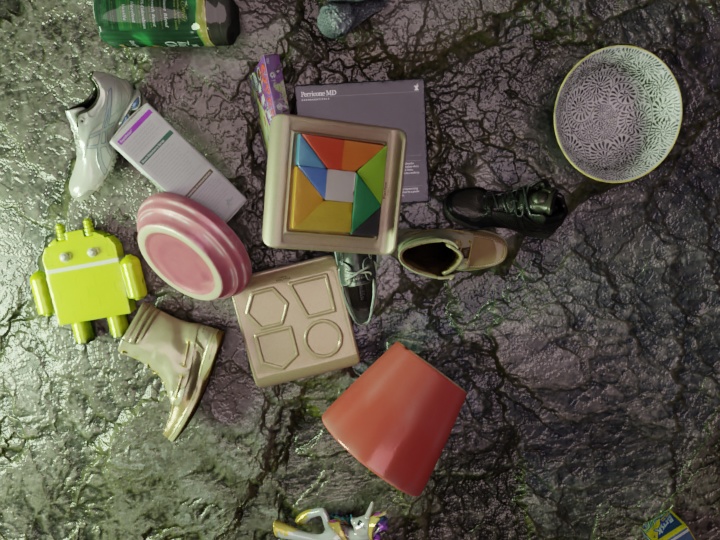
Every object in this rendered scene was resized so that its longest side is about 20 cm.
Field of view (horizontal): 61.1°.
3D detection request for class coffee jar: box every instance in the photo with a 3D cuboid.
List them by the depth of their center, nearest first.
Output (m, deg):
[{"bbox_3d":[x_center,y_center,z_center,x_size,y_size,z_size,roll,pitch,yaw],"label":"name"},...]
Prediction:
[{"bbox_3d":[-0.282,-0.379,0.911,0.198,0.104,0.086,-2,102,-1],"label":"coffee jar"}]

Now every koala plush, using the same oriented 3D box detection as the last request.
[{"bbox_3d":[-0.005,-0.458,0.862,0.182,0.200,0.179,-27,99,2],"label":"koala plush"}]

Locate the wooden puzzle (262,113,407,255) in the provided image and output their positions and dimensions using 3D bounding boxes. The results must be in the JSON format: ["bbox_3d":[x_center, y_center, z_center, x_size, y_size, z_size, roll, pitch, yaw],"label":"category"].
[{"bbox_3d":[-0.035,-0.119,0.873,0.198,0.037,0.187,4,97,-14],"label":"wooden puzzle"}]

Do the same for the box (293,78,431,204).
[{"bbox_3d":[0.003,-0.194,0.951,0.198,0.104,0.184,-3,101,-2],"label":"box"}]

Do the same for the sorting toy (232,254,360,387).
[{"bbox_3d":[-0.109,0.086,1.029,0.183,0.036,0.202,-14,103,0],"label":"sorting toy"}]

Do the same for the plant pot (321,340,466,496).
[{"bbox_3d":[0.065,0.226,0.986,0.200,0.200,0.178,36,87,-7],"label":"plant pot"}]

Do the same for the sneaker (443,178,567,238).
[{"bbox_3d":[0.235,-0.107,0.964,0.197,0.114,0.077,11,70,-4],"label":"sneaker"}]

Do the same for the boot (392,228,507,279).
[{"bbox_3d":[0.149,-0.027,0.957,0.198,0.155,0.073,4,99,-3],"label":"boot"}]

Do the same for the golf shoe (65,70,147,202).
[{"bbox_3d":[-0.414,-0.207,0.929,0.078,0.097,0.202,27,93,38],"label":"golf shoe"}]

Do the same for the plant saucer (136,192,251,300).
[{"bbox_3d":[-0.262,-0.025,0.931,0.200,0.200,0.051,38,52,-7],"label":"plant saucer"}]

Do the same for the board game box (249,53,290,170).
[{"bbox_3d":[-0.129,-0.209,0.928,0.032,0.120,0.202,-12,95,-24],"label":"board game box"}]

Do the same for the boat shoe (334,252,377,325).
[{"bbox_3d":[0.000,0.000,0.959,0.071,0.071,0.201,-12,127,2],"label":"boat shoe"}]

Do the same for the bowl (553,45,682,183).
[{"bbox_3d":[0.387,-0.242,0.965,0.198,0.094,0.203,0,99,-3],"label":"bowl"}]

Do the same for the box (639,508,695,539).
[{"bbox_3d":[0.597,0.541,1.110,0.070,0.064,0.201,-33,98,3],"label":"box"}]

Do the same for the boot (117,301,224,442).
[{"bbox_3d":[-0.329,0.167,1.010,0.154,0.073,0.202,22,96,-6],"label":"boot"}]

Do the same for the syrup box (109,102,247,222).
[{"bbox_3d":[-0.276,-0.151,0.928,0.082,0.079,0.200,-48,113,-10],"label":"syrup box"}]

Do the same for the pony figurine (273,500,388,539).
[{"bbox_3d":[-0.035,0.496,1.048,0.198,0.166,0.195,-11,92,15],"label":"pony figurine"}]

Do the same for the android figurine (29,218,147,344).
[{"bbox_3d":[-0.444,0.017,0.999,0.180,0.041,0.202,-8,101,-1],"label":"android figurine"}]
